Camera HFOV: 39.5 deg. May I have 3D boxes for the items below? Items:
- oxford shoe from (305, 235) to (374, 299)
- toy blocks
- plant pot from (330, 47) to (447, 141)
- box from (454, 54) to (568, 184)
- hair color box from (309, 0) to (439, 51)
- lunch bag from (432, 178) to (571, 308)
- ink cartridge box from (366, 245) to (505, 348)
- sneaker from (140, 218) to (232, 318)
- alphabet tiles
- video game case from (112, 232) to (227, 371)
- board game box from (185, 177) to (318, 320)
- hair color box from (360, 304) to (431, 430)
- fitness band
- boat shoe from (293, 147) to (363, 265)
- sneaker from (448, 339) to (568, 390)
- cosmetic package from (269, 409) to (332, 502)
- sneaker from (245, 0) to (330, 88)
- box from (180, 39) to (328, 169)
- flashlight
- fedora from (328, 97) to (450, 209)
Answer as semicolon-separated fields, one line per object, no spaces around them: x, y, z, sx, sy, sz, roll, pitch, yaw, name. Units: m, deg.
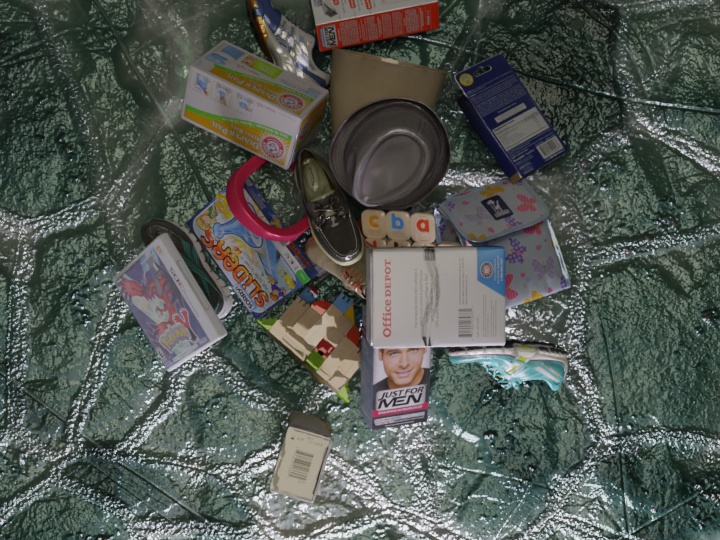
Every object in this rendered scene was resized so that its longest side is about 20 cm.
0.000;0.000;1.562;0.199;0.075;0.071;21;123;10;oxford shoe
-0.052;0.098;1.639;0.200;0.100;0.137;41;77;-1;toy blocks
0.026;-0.238;1.605;0.187;0.187;0.201;12;103;-1;plant pot
0.240;-0.250;1.639;0.121;0.032;0.200;-30;85;-31;box
0.020;-0.431;1.630;0.199;0.064;0.111;-10;55;-2;hair color box
0.220;-0.040;1.606;0.169;0.127;0.201;-16;87;-20;lunch bag
0.108;0.036;1.482;0.199;0.084;0.145;-1;94;-6;ink cartridge box
-0.289;-0.001;1.619;0.078;0.091;0.200;-42;88;21;sneaker
0.064;-0.006;1.588;0.199;0.015;0.196;5;119;19;alphabet tiles
-0.306;0.055;1.587;0.023;0.200;0.183;-31;90;-39;video game case
-0.177;-0.037;1.626;0.135;0.034;0.200;-37;90;31;board game box
0.056;0.150;1.597;0.099;0.061;0.201;-7;116;-17;hair color box
-0.131;-0.120;1.594;0.144;0.200;0.037;48;130;-4;fitness band
-0.056;-0.101;1.553;0.072;0.066;0.201;-24;68;-1;boat shoe
0.242;0.156;1.646;0.199;0.078;0.080;7;98;-1;sneaker
-0.091;0.287;1.572;0.071;0.200;0.106;17;90;-2;cosmetic package
-0.119;-0.379;1.652;0.088;0.075;0.200;-27;99;-9;sneaker
-0.167;-0.264;1.593;0.200;0.113;0.102;26;131;7;box
-0.010;-0.067;1.650;0.200;0.068;0.068;-39;116;-5;flashlight
0.042;-0.160;1.508;0.177;0.090;0.200;43;116;-16;fedora
